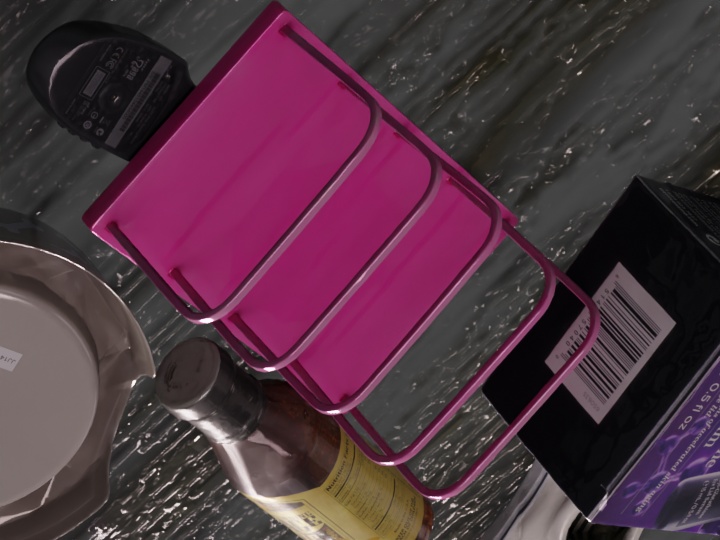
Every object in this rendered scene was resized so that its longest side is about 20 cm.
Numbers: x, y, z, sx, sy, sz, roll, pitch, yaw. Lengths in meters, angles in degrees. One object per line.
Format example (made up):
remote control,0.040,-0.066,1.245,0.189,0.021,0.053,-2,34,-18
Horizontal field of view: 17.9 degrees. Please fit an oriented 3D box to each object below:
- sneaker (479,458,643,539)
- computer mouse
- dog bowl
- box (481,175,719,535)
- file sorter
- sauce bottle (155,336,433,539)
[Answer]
sneaker,0.108,0.170,1.305,0.073,0.071,0.200,9,120,-23
computer mouse,-0.081,-0.067,1.110,0.200,0.034,0.059,31,99,-38
dog bowl,-0.203,0.054,1.131,0.200,0.059,0.200,-9,126,-13
box,0.188,0.051,1.194,0.200,0.104,0.148,11,121,-46
file sorter,0.000,0.000,1.094,0.139,0.125,0.200,-48,130,3
sauce bottle,-0.036,0.097,1.197,0.066,0.066,0.200,-38,134,10
